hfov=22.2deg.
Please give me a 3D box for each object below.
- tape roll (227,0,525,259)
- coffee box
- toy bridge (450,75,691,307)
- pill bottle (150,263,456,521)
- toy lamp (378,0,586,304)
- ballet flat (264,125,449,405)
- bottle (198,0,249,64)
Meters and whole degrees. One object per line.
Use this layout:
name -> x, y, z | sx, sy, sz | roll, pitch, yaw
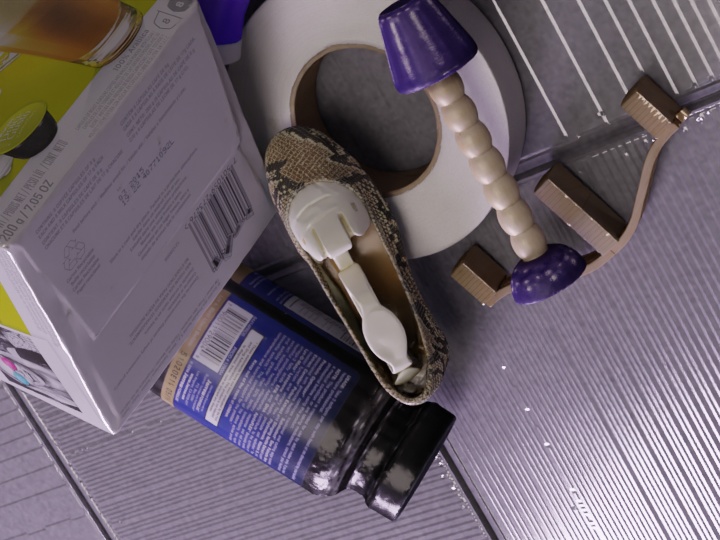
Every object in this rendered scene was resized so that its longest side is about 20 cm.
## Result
tape roll -> 0.008, -0.103, 1.194 | 0.202, 0.037, 0.204 | 12, 122, 20
coffee box -> -0.203, -0.059, 1.161 | 0.197, 0.200, 0.200 | 21, 152, 28
toy bridge -> 0.142, -0.039, 1.171 | 0.067, 0.027, 0.200 | 42, 126, -4
pill bottle -> -0.039, 0.086, 1.276 | 0.199, 0.112, 0.112 | 32, 126, 7
toy lamp -> 0.073, -0.077, 1.122 | 0.058, 0.058, 0.201 | -21, 109, 33
ballet flat -> 0.000, 0.000, 1.185 | 0.068, 0.075, 0.201 | -26, 104, 11
bottle -> -0.093, -0.230, 1.140 | 0.083, 0.065, 0.201 | 16, 115, 24
